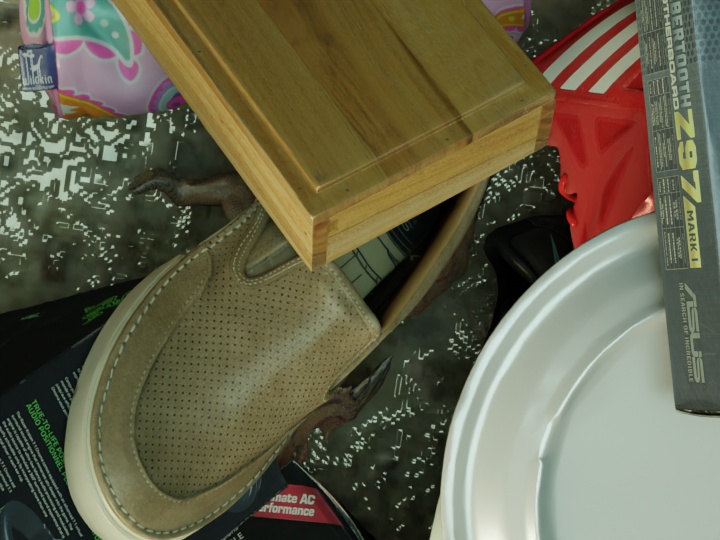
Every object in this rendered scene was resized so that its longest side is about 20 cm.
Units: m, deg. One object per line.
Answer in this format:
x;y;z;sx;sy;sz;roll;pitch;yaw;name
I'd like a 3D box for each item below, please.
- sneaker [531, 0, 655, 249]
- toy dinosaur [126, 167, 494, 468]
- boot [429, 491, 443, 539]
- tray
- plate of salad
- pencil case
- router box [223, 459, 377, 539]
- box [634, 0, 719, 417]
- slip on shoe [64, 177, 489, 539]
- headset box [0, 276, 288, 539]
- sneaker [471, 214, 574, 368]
0.105;-0.012;0.879;0.078;0.116;0.201;2;117;-35;sneaker
0.000;0.000;0.918;0.199;0.086;0.136;-31;112;-18;toy dinosaur
0.094;0.164;0.853;0.143;0.072;0.201;1;99;19;boot
-0.029;-0.103;0.812;0.098;0.037;0.200;-28;62;-18;tray
0.122;0.074;0.819;0.199;0.048;0.201;-2;99;-13;plate of salad
-0.035;-0.112;0.888;0.199;0.087;0.088;-9;100;-8;pencil case
-0.062;0.176;0.897;0.200;0.150;0.062;-38;61;-1;router box
0.174;-0.058;0.777;0.157;0.051;0.201;-5;89;-18;box
-0.023;0.014;0.792;0.200;0.060;0.076;-45;112;-32;slip on shoe
-0.150;0.089;0.825;0.200;0.174;0.093;-36;105;-40;headset box
0.075;0.074;0.936;0.079;0.075;0.201;6;89;-29;sneaker
